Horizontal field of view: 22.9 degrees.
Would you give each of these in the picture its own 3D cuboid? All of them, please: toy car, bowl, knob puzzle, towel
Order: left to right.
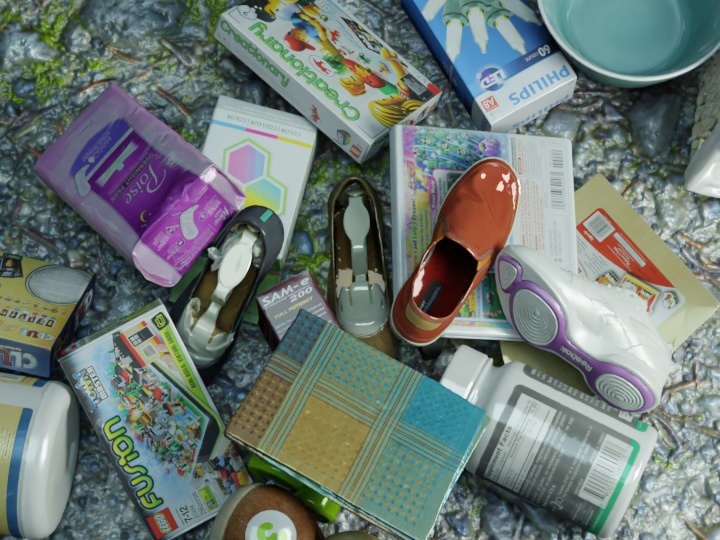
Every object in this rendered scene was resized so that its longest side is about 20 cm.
[{"bbox_3d":[-0.022,0.265,1.549,0.199,0.158,0.165,15,70,28],"label":"toy car"},{"bbox_3d":[-0.001,0.137,1.555,0.199,0.022,0.147,29,62,8],"label":"towel"},{"bbox_3d":[0.214,0.035,1.707,0.218,0.030,0.221,0,74,0],"label":"knob puzzle"},{"bbox_3d":[0.268,-0.261,1.755,0.199,0.105,0.202,0,73,1],"label":"bowl"}]

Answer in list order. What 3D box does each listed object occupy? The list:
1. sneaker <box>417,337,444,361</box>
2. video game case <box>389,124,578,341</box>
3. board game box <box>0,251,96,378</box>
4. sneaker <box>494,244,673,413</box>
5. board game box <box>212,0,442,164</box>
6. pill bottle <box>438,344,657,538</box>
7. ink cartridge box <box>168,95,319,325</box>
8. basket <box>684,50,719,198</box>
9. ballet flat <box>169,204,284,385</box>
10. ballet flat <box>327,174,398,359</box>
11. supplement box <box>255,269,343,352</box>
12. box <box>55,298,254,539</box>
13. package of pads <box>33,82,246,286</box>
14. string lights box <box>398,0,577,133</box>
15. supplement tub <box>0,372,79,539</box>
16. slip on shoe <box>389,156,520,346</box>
[{"bbox_3d":[0.087,-0.013,1.700,0.088,0.074,0.202,1,74,2],"label":"sneaker"},{"bbox_3d":[0.117,-0.034,1.673,0.181,0.024,0.202,3,75,-16],"label":"video game case"},{"bbox_3d":[-0.365,0.029,1.672,0.198,0.035,0.136,13,33,5],"label":"board game box"},{"bbox_3d":[0.206,0.042,1.641,0.200,0.075,0.100,43,50,-6],"label":"sneaker"},{"bbox_3d":[-0.032,-0.203,1.749,0.200,0.035,0.126,41,47,11],"label":"board game box"},{"bbox_3d":[0.161,0.153,1.629,0.199,0.113,0.114,26,75,8],"label":"pill bottle"},{"bbox_3d":[-0.113,-0.058,1.722,0.103,0.059,0.201,15,75,3],"label":"ink cartridge box"},{"bbox_3d":[0.421,-0.139,1.694,0.198,0.136,0.124,7,71,-4],"label":"basket"},{"bbox_3d":[-0.135,0.030,1.656,0.073,0.073,0.201,31,99,9],"label":"ballet flat"},{"bbox_3d":[0.000,0.000,1.697,0.067,0.072,0.202,-3,74,1],"label":"ballet flat"},{"bbox_3d":[-0.026,0.108,1.642,0.061,0.109,0.201,-28,79,-9],"label":"supplement box"},{"bbox_3d":[-0.186,0.140,1.631,0.110,0.035,0.201,-28,104,-8],"label":"box"},{"bbox_3d":[-0.212,-0.083,1.681,0.121,0.076,0.200,-49,50,-2],"label":"package of pads"},{"bbox_3d":[0.120,-0.239,1.774,0.102,0.059,0.201,-29,75,-7],"label":"string lights box"},{"bbox_3d":[-0.367,0.160,1.616,0.198,0.145,0.146,9,74,3],"label":"supplement tub"},{"bbox_3d":[0.093,-0.021,1.617,0.074,0.061,0.201,34,67,-4],"label":"slip on shoe"}]
